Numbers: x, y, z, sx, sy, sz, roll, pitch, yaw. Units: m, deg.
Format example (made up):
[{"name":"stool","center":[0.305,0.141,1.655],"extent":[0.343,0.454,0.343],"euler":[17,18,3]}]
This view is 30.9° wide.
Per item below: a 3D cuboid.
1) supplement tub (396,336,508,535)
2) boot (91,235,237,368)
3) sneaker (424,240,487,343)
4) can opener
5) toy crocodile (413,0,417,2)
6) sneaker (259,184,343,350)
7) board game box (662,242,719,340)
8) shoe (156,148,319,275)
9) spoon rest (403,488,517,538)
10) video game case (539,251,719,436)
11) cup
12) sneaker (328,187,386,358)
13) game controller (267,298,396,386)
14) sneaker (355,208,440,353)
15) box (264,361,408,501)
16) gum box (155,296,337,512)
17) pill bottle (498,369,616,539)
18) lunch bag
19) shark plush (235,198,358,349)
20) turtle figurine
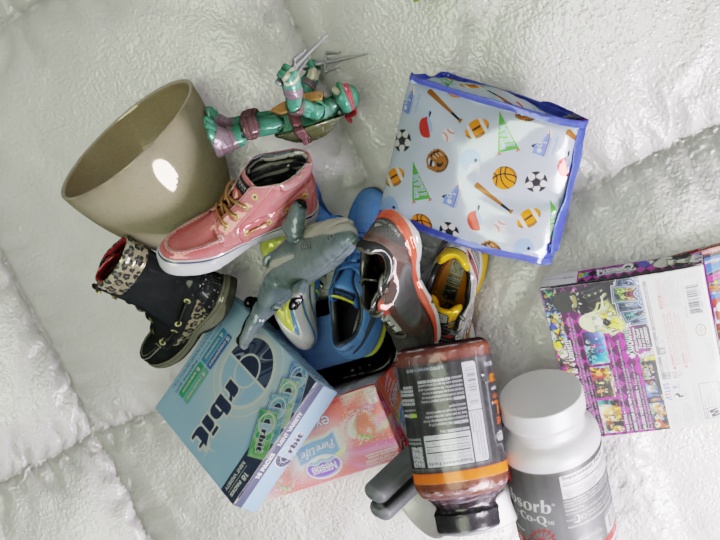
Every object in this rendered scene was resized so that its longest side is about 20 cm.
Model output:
[{"name":"supplement tub","center":[0.102,0.178,1.408],"extent":[0.105,0.107,0.204],"euler":[-9,88,19]},{"name":"boot","center":[-0.256,0.037,1.562],"extent":[0.152,0.074,0.203],"euler":[25,141,-26]},{"name":"sneaker","center":[0.094,0.056,1.505],"extent":[0.077,0.082,0.203],"euler":[11,105,15]},{"name":"can opener","center":[0.093,0.213,1.489],"extent":[0.066,0.199,0.054],"euler":[18,135,42]},{"name":"toy crocodile","center":[0.130,-0.363,1.421],"extent":[0.199,0.062,0.068],"euler":[-40,88,16]},{"name":"sneaker","center":[-0.062,-0.014,1.532],"extent":[0.104,0.076,0.203],"euler":[-18,84,14]},{"name":"board game box","center":[0.362,0.033,1.448],"extent":[0.197,0.019,0.105],"euler":[-16,97,20]},{"name":"shoe","center":[-0.139,-0.069,1.451],"extent":[0.072,0.198,0.092],"euler":[55,159,38]},{"name":"spoon rest","center":[0.095,0.274,1.520],"extent":[0.199,0.060,0.101],"euler":[-4,112,56]},{"name":"video game case","center":[0.306,0.087,1.442],"extent":[0.178,0.036,0.203],"euler":[-10,115,19]},{"name":"cup","center":[-0.231,-0.104,1.535],"extent":[0.199,0.201,0.144],"euler":[-30,118,21]},{"name":"sneaker","center":[0.000,0.000,1.503],"extent":[0.065,0.078,0.204],"euler":[3,82,25]},{"name":"game controller","center":[-0.050,0.090,1.567],"extent":[0.197,0.042,0.106],"euler":[-17,62,21]},{"name":"sneaker","center":[0.029,0.033,1.442],"extent":[0.076,0.082,0.203],"euler":[15,131,42]},{"name":"box","center":[-0.038,0.194,1.567],"extent":[0.197,0.103,0.096],"euler":[-20,95,20]},{"name":"gum box","center":[-0.138,0.153,1.529],"extent":[0.171,0.044,0.200],"euler":[-55,46,5]},{"name":"pill bottle","center":[0.217,0.220,1.456],"extent":[0.114,0.116,0.203],"euler":[-6,118,18]},{"name":"lunch bag","center":[0.141,-0.113,1.433],"extent":[0.197,0.123,0.173],"euler":[19,109,23]},{"name":"shark plush","center":[-0.081,0.007,1.449],"extent":[0.199,0.084,0.091],"euler":[-38,132,12]},{"name":"turtle figurine","center":[-0.076,-0.189,1.461],"extent":[0.197,0.150,0.102],"euler":[-21,91,3]}]
